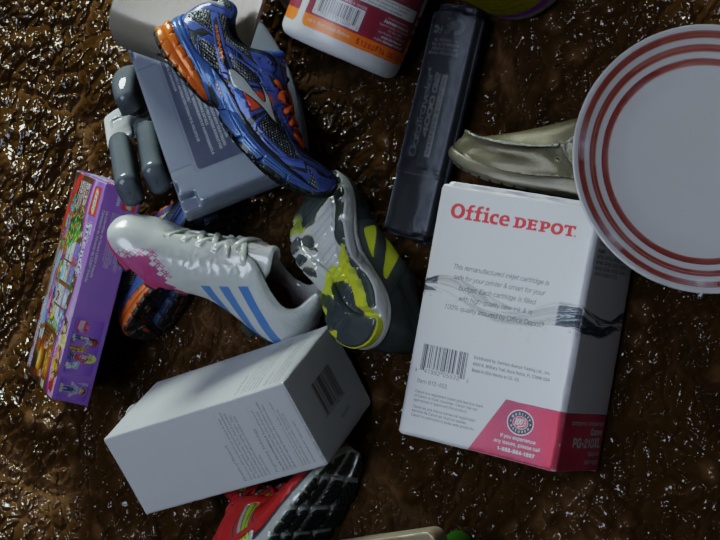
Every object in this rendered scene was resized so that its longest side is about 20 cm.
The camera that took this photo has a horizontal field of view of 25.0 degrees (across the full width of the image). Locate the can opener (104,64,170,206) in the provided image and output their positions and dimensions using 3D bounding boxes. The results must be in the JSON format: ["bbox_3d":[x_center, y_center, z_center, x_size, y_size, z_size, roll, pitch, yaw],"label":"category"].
[{"bbox_3d":[-0.210,-0.122,1.482,0.052,0.067,0.201,-24,32,1],"label":"can opener"}]

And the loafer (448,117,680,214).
[{"bbox_3d":[0.165,-0.088,1.269,0.198,0.076,0.068,13,90,24],"label":"loafer"}]

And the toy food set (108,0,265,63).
[{"bbox_3d":[-0.126,-0.273,1.427,0.142,0.060,0.202,21,96,21],"label":"toy food set"}]

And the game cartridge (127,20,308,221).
[{"bbox_3d":[-0.122,-0.148,1.447,0.132,0.041,0.202,-23,60,2],"label":"game cartridge"}]

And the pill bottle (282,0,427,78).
[{"bbox_3d":[0.018,-0.274,1.366,0.109,0.109,0.202,28,99,33],"label":"pill bottle"}]

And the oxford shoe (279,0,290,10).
[{"bbox_3d":[-0.103,-0.309,1.477,0.200,0.071,0.073,47,113,28],"label":"oxford shoe"}]

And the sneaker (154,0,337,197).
[{"bbox_3d":[-0.084,-0.143,1.341,0.078,0.075,0.200,-40,90,1],"label":"sneaker"}]

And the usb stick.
[{"bbox_3d":[0.063,-0.122,1.362,0.055,0.032,0.203,14,92,41],"label":"usb stick"}]

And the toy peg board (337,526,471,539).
[{"bbox_3d":[0.021,0.306,1.312,0.198,0.097,0.202,-14,92,32],"label":"toy peg board"}]

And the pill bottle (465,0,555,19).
[{"bbox_3d":[0.084,-0.268,1.266,0.103,0.199,0.106,-5,80,32],"label":"pill bottle"}]

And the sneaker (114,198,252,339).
[{"bbox_3d":[-0.173,-0.034,1.486,0.201,0.075,0.079,-52,57,15],"label":"sneaker"}]

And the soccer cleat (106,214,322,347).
[{"bbox_3d":[-0.118,-0.008,1.396,0.198,0.070,0.087,28,128,-9],"label":"soccer cleat"}]

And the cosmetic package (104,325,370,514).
[{"bbox_3d":[-0.106,0.127,1.384,0.198,0.108,0.085,-20,107,32],"label":"cosmetic package"}]

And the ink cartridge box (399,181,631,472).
[{"bbox_3d":[0.124,0.043,1.267,0.143,0.084,0.203,10,90,34],"label":"ink cartridge box"}]

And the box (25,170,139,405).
[{"bbox_3d":[-0.261,0.013,1.517,0.137,0.039,0.202,20,96,67],"label":"box"}]

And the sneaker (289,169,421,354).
[{"bbox_3d":[0.000,0.000,1.368,0.074,0.084,0.201,-43,42,26],"label":"sneaker"}]

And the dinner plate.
[{"bbox_3d":[0.254,-0.081,1.194,0.197,0.024,0.203,0,79,2],"label":"dinner plate"}]

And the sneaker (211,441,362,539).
[{"bbox_3d":[-0.081,0.208,1.392,0.200,0.077,0.085,-48,55,18],"label":"sneaker"}]
